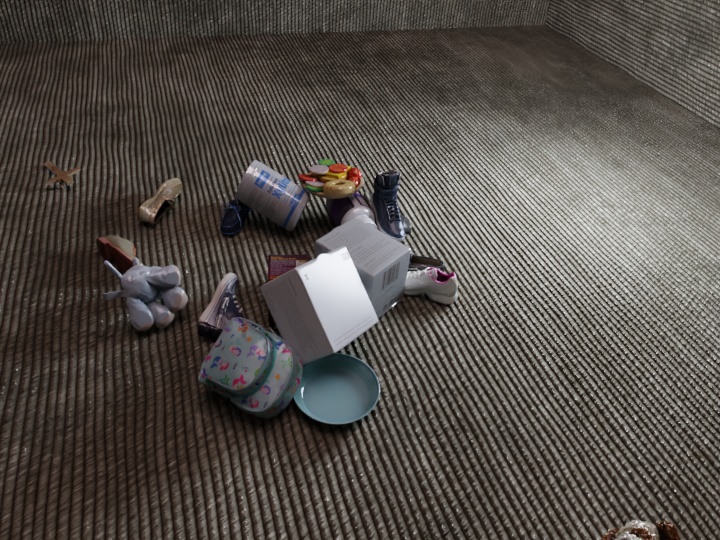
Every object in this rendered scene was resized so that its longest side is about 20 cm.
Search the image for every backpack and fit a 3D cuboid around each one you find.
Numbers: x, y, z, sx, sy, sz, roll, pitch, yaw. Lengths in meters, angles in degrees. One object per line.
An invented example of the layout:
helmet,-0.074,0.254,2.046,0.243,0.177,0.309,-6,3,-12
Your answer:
backpack,-0.228,0.208,1.292,0.197,0.151,0.180,27,73,18

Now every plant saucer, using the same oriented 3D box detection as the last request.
plant saucer,-0.055,0.267,1.339,0.194,0.037,0.202,3,38,-3

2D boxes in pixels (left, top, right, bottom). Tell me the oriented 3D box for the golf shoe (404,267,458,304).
golf shoe,0.170,0.023,1.630,0.194,0.093,0.076,12,39,11

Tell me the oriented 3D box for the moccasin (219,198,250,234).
moccasin,-0.381,-0.187,1.845,0.078,0.070,0.202,8,38,3

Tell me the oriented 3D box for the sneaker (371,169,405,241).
sneaker,0.087,-0.198,1.759,0.075,0.148,0.205,-8,52,-20

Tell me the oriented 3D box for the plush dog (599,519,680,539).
plush dog,0.473,0.506,1.019,0.159,0.200,0.173,39,50,-10

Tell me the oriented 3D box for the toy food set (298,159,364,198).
toy food set,-0.086,-0.273,1.823,0.193,0.050,0.200,14,36,20

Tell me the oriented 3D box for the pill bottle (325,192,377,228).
pill bottle,-0.023,-0.163,1.822,0.109,0.114,0.201,-11,41,-20

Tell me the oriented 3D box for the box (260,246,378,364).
box,-0.090,0.078,1.388,0.129,0.204,0.198,-24,2,37

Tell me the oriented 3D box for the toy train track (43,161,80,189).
toy train track,-0.972,-0.306,1.960,0.114,0.033,0.198,-34,46,-30

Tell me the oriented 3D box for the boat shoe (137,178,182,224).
boat shoe,-0.596,-0.209,1.851,0.064,0.073,0.201,22,43,8

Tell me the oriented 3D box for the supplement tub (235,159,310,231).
supplement tub,-0.258,-0.221,1.803,0.197,0.133,0.133,30,38,-7

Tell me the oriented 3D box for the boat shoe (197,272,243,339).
boat shoe,-0.323,0.094,1.506,0.090,0.076,0.203,16,47,4

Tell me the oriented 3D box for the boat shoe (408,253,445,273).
boat shoe,0.142,-0.018,1.701,0.195,0.062,0.074,17,40,15

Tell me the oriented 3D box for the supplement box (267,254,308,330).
supplement box,-0.183,0.052,1.553,0.107,0.087,0.202,-1,39,-7

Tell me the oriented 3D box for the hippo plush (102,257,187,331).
hippo plush,-0.534,0.057,1.495,0.195,0.164,0.160,4,4,-26

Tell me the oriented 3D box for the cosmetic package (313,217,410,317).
cosmetic package,0.000,0.000,1.576,0.198,0.170,0.166,31,44,29

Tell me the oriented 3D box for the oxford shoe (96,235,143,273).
oxford shoe,-0.635,-0.050,1.642,0.198,0.072,0.073,32,42,29

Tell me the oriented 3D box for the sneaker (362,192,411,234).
sneaker,0.077,-0.168,1.882,0.103,0.076,0.203,-8,49,-22
